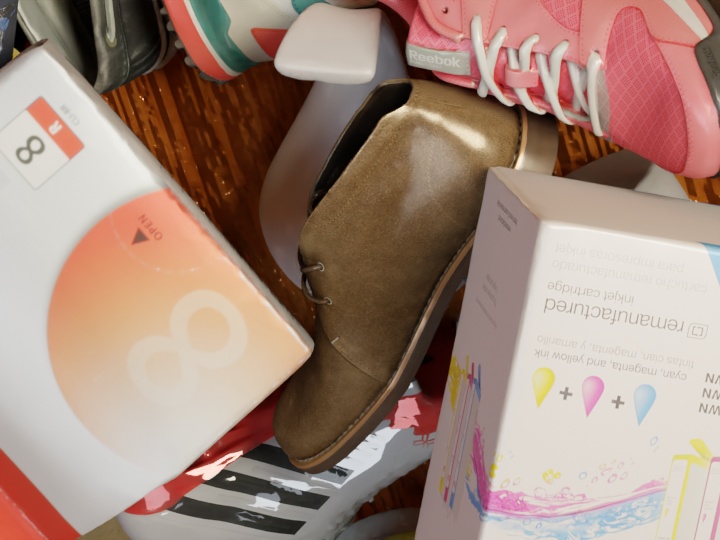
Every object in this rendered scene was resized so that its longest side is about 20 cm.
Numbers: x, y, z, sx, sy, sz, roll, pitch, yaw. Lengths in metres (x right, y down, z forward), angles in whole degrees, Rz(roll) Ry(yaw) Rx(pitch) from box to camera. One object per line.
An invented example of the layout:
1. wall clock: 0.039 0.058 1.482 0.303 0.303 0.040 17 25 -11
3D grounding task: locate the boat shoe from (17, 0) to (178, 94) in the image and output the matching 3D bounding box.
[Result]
1. boat shoe: -0.136 -0.166 1.184 0.072 0.071 0.200 -18 108 37

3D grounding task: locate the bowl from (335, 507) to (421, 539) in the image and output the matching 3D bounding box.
1. bowl: 0.026 0.173 1.277 0.200 0.199 0.108 -61 41 40

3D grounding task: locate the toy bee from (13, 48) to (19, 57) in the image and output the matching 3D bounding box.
1. toy bee: -0.145 -0.024 1.227 0.200 0.108 0.131 57 150 28

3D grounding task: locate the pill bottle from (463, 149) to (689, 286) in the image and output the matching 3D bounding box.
1. pill bottle: 0.133 0.058 1.154 0.113 0.113 0.200 -23 108 37

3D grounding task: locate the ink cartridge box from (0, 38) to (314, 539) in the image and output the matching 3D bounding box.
1. ink cartridge box: -0.144 0.034 1.088 0.200 0.050 0.162 -42 101 -4

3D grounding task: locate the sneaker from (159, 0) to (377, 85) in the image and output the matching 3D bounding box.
1. sneaker: -0.055 -0.177 1.146 0.093 0.070 0.200 -15 111 17

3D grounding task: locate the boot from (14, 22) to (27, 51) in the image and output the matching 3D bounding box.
1. boot: -0.268 -0.144 1.273 0.200 0.073 0.182 -13 126 41

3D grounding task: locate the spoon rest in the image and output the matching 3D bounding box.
1. spoon rest: 0.001 -0.046 1.180 0.099 0.061 0.200 8 148 10

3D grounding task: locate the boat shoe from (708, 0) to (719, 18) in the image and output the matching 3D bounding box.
1. boat shoe: 0.170 -0.083 1.057 0.202 0.075 0.075 49 130 -7

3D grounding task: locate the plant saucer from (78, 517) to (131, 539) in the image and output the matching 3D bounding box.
1. plant saucer: -0.121 0.058 1.338 0.199 0.048 0.201 -6 117 31

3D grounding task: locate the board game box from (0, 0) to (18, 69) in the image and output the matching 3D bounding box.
1. board game box: -0.189 -0.093 1.155 0.135 0.035 0.201 16 102 52

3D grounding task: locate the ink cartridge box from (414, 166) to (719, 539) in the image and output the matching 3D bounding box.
1. ink cartridge box: 0.097 0.078 1.032 0.128 0.125 0.201 9 99 -8

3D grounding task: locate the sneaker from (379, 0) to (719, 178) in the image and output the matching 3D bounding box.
1. sneaker: 0.065 -0.084 1.066 0.200 0.087 0.074 43 151 41

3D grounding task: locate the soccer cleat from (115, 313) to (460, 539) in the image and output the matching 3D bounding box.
1. soccer cleat: -0.012 0.082 1.250 0.199 0.069 0.085 -20 122 3

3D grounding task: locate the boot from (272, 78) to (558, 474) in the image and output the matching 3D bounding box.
1. boot: 0.000 0.000 1.134 0.075 0.074 0.200 18 127 -18
